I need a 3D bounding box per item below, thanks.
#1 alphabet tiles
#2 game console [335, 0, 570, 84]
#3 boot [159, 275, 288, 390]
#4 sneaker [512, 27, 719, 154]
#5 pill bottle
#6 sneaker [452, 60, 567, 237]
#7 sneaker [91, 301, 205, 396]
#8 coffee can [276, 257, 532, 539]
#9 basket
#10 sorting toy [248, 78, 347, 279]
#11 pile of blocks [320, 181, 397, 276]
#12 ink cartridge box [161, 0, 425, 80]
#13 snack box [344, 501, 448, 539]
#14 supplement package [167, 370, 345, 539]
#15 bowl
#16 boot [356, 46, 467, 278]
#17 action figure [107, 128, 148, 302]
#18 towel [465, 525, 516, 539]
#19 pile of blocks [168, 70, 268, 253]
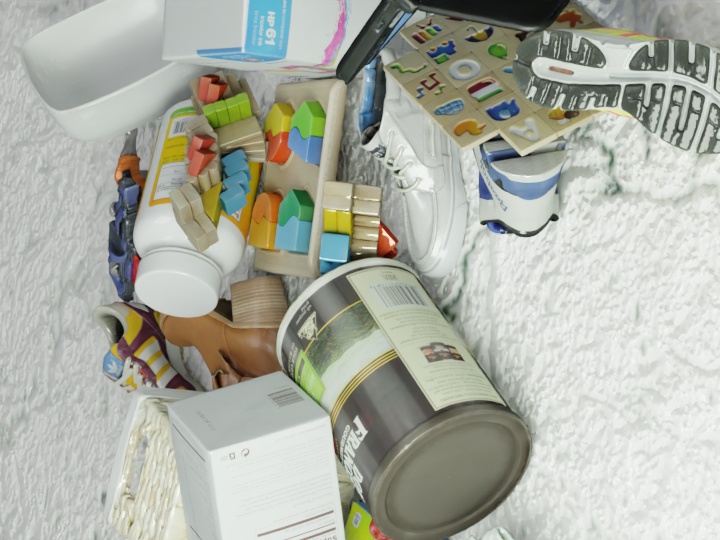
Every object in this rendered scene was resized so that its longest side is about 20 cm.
[{"bbox_3d":[0.120,-0.165,1.481,0.200,0.166,0.006,50,162,44],"label":"alphabet tiles"},{"bbox_3d":[0.097,-0.220,1.475,0.116,0.200,0.176,39,136,0],"label":"game console"},{"bbox_3d":[-0.136,0.100,1.839,0.200,0.073,0.156,-20,73,53],"label":"boot"},{"bbox_3d":[0.220,-0.145,1.375,0.199,0.090,0.079,20,109,20],"label":"sneaker"},{"bbox_3d":[-0.162,-0.059,1.812,0.111,0.111,0.201,-32,39,46],"label":"pill bottle"},{"bbox_3d":[0.119,-0.096,1.505,0.200,0.080,0.116,-97,5,-48],"label":"sneaker"},{"bbox_3d":[-0.226,0.117,1.938,0.075,0.090,0.201,-56,44,32],"label":"sneaker"},{"bbox_3d":[0.034,0.107,1.546,0.147,0.146,0.200,-61,41,27],"label":"coffee can"},{"bbox_3d":[-0.113,0.195,1.675,0.123,0.199,0.136,29,108,56],"label":"basket"},{"bbox_3d":[-0.065,-0.089,1.751,0.200,0.036,0.186,-172,89,-71],"label":"sorting toy"},{"bbox_3d":[0.000,0.000,1.618,0.201,0.062,0.082,88,-170,-52],"label":"pile of blocks"},{"bbox_3d":[-0.060,-0.224,1.678,0.144,0.199,0.085,5,93,54],"label":"ink cartridge box"},{"bbox_3d":[0.031,0.326,1.582,0.169,0.067,0.201,35,114,50],"label":"snack box"},{"bbox_3d":[-0.083,0.207,1.554,0.114,0.109,0.201,-143,43,-60],"label":"supplement package"},{"bbox_3d":[-0.250,-0.216,1.961,0.200,0.199,0.075,54,168,53],"label":"bowl"},{"bbox_3d":[0.037,-0.096,1.613,0.073,0.095,0.201,-14,74,52],"label":"boot"},{"bbox_3d":[-0.222,-0.066,1.956,0.200,0.104,0.194,111,143,-60],"label":"action figure"},{"bbox_3d":[0.108,0.322,1.437,0.171,0.048,0.201,42,115,21],"label":"towel"},{"bbox_3d":[-0.133,-0.116,1.742,0.062,0.082,0.201,82,-170,-57],"label":"pile of blocks"}]
